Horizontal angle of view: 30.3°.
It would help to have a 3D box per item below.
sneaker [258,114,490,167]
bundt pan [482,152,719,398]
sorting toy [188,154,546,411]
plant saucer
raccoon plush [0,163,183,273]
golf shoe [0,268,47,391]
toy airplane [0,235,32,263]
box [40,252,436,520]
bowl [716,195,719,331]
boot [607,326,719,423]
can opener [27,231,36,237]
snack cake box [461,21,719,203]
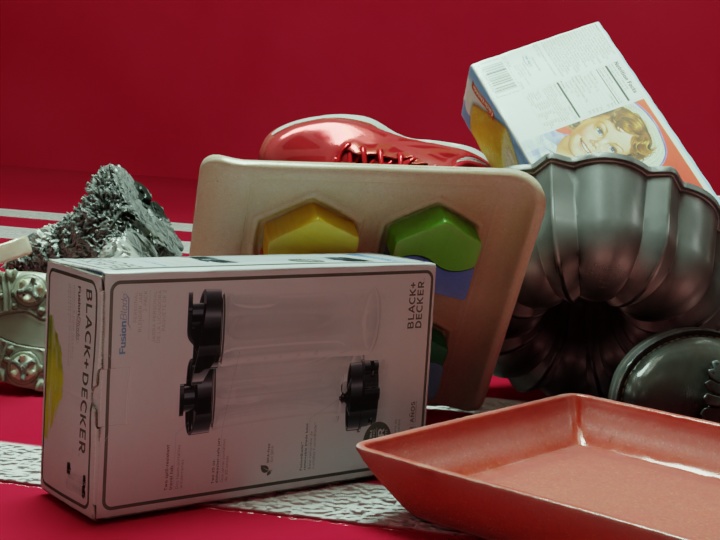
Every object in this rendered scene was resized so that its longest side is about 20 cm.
[{"bbox_3d":[0.022,-0.081,1.045,0.198,0.079,0.116,2,7,-9],"label":"sneaker"},{"bbox_3d":[0.145,0.018,0.870,0.200,0.076,0.202,4,-37,3],"label":"bundt pan"},{"bbox_3d":[-0.004,0.019,0.790,0.199,0.186,0.037,4,38,-12],"label":"sorting toy"},{"bbox_3d":[0.132,0.105,0.641,0.199,0.037,0.199,10,10,40],"label":"plant saucer"},{"bbox_3d":[-0.223,-0.007,1.025,0.134,0.097,0.200,-35,3,7],"label":"raccoon plush"},{"bbox_3d":[-0.179,0.049,0.896,0.199,0.079,0.097,8,-11,-12],"label":"golf shoe"},{"bbox_3d":[-0.309,0.029,0.766,0.199,0.142,0.199,-32,-12,10],"label":"toy airplane"},{"bbox_3d":[-0.058,0.050,0.673,0.199,0.118,0.060,-3,10,-38],"label":"box"},{"bbox_3d":[0.323,0.004,1.195,0.198,0.075,0.200,5,-18,4],"label":"bowl"},{"bbox_3d":[0.263,0.083,0.760,0.199,0.070,0.174,0,10,-22],"label":"boot"},{"bbox_3d":[-0.223,0.002,1.182,0.199,0.067,0.053,6,8,26],"label":"can opener"},{"bbox_3d":[0.171,-0.079,0.991,0.114,0.201,0.067,-19,-28,-14],"label":"snack cake box"}]
